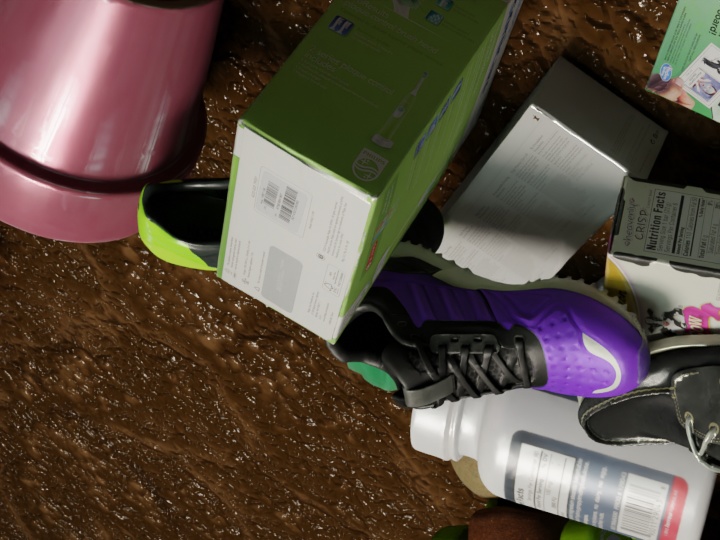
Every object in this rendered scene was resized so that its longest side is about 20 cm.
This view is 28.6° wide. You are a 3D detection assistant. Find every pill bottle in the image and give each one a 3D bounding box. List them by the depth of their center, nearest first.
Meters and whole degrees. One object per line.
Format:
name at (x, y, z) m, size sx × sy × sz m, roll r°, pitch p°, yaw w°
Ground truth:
pill bottle at (0.140, 0.102, 0.937) m, size 0.197 × 0.120 × 0.120 m, roll 15°, pitch 143°, yaw 16°

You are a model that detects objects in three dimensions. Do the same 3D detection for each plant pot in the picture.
plant pot at (-0.174, -0.150, 0.908) m, size 0.199 × 0.201 × 0.179 m, roll 36°, pitch 133°, yaw -2°

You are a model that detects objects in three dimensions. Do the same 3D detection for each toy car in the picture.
toy car at (0.124, 0.131, 1.070) m, size 0.163 × 0.157 × 0.203 m, roll -16°, pitch 95°, yaw 44°

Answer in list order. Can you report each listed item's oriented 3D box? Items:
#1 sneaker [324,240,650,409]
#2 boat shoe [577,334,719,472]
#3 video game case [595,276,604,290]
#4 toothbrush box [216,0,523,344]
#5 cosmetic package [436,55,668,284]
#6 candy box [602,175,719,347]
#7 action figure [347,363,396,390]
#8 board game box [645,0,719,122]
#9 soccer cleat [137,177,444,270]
sneaker at (0.064, 0.049, 0.812) m, size 0.198 × 0.099 × 0.070 m, roll 13°, pitch 129°, yaw 32°
boat shoe at (0.204, 0.078, 0.792) m, size 0.198 × 0.068 × 0.072 m, roll -11°, pitch 136°, yaw 40°
video game case at (0.244, 0.064, 0.943) m, size 0.199 × 0.018 × 0.143 m, roll 38°, pitch 147°, yaw -4°
toothbrush box at (0.008, -0.084, 0.798) m, size 0.085 × 0.201 × 0.146 m, roll 30°, pitch 148°, yaw 8°
cosmetic package at (0.108, -0.045, 0.896) m, size 0.082 × 0.051 × 0.200 m, roll 33°, pitch 147°, yaw -3°
candy box at (0.239, 0.025, 0.813) m, size 0.197 × 0.062 × 0.137 m, roll 10°, pitch 145°, yaw 14°
action figure at (0.000, 0.000, 1.043) m, size 0.117 × 0.055 × 0.202 m, roll 12°, pitch 133°, yaw 47°
board game box at (0.229, -0.137, 0.691) m, size 0.133 × 0.029 × 0.201 m, roll 27°, pitch 146°, yaw 11°
soccer cleat at (-0.044, -0.028, 0.891) m, size 0.197 × 0.069 × 0.081 m, roll 1°, pitch 167°, yaw 0°
